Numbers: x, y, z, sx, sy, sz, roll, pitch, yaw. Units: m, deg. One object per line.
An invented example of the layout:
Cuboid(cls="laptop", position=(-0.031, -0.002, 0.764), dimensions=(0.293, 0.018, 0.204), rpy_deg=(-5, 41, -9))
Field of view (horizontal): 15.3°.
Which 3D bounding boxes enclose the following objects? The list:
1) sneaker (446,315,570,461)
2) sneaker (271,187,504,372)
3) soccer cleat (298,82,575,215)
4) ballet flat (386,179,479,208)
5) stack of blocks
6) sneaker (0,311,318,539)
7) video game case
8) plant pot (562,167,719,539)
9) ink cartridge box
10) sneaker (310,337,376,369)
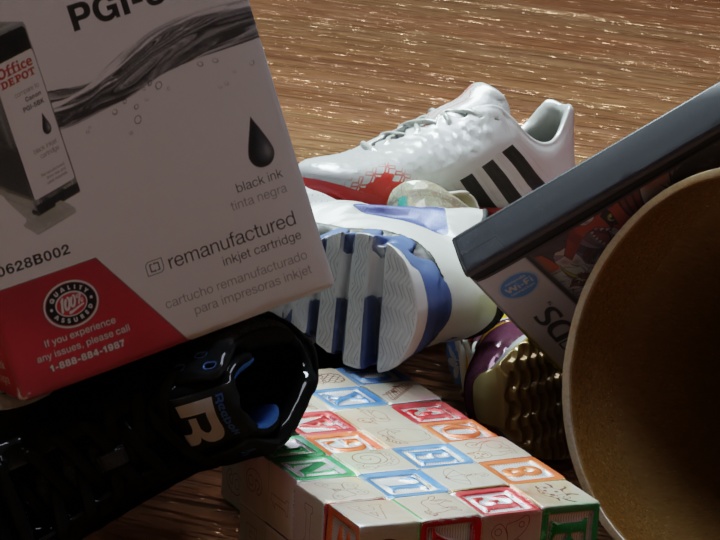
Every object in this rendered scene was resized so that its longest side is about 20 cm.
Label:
Cuboid(cls="sneaker", position=(0.077, 0.054, 1.373), dimensions=(0.090, 0.076, 0.200), rpy_deg=(1, 6, 24))
Cuboid(cls="sneaker", position=(0.001, 0.000, 1.333), dimensions=(0.115, 0.081, 0.199), rpy_deg=(-1, 17, -42))
Cuboid(cls="soccer cleat", position=(0.046, -0.065, 1.509), dimensions=(0.199, 0.086, 0.068), rpy_deg=(3, 11, -39))
Cuboid(cls="ballet flat", position=(0.074, -0.008, 1.469), dimensions=(0.067, 0.063, 0.200), rpy_deg=(-18, -19, 22))
Cuboid(cls="stack of blocks", position=(0.004, 0.101, 1.174), dimensions=(0.114, 0.059, 0.200), rpy_deg=(-4, 17, -26))
Cuboid(cls="sneaker", position=(-0.101, 0.069, 1.109), dimensions=(0.200, 0.073, 0.112), rpy_deg=(-35, 16, -36))
Cuboid(cls="video game case", position=(0.168, -0.014, 1.254), dimensions=(0.199, 0.181, 0.026), rpy_deg=(-30, 51, 13))
Cuboid(cls="plant pot", position=(0.225, 0.056, 1.220), dimensions=(0.186, 0.188, 0.199), rpy_deg=(17, 7, 41))
Cuboid(cls="ink cartridge box", position=(-0.113, -0.067, 1.108), dimensions=(0.146, 0.201, 0.083), rpy_deg=(-20, 11, -15))
Cuboid(cls="sneaker", position=(-0.015, 0.041, 1.406), dimensions=(0.082, 0.075, 0.200), rpy_deg=(21, 31, 25))
